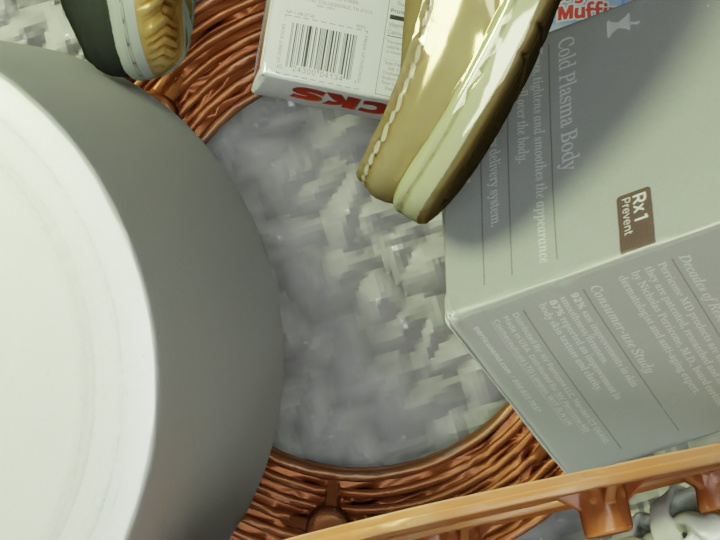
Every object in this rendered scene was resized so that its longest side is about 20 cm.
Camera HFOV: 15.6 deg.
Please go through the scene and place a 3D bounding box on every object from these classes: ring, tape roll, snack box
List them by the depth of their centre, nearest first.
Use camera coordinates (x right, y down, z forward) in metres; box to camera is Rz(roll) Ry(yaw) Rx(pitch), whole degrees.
[{"bbox_3d":[0.046,0.071,0.737,0.200,0.200,0.019,-12,83,0],"label":"ring"},{"bbox_3d":[-0.135,0.029,0.770,0.202,0.139,0.204,0,92,13],"label":"tape roll"},{"bbox_3d":[0.069,-0.071,0.820,0.199,0.024,0.072,11,73,-10],"label":"snack box"},{"bbox_3d":[0.000,0.000,0.843,0.200,0.019,0.201,0,94,-1],"label":"ring"}]

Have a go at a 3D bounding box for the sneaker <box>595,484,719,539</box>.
[{"bbox_3d":[0.090,0.109,0.826,0.199,0.077,0.081,-2,104,-10],"label":"sneaker"}]

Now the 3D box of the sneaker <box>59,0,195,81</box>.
[{"bbox_3d":[-0.115,-0.143,0.817,0.087,0.076,0.201,-21,80,2],"label":"sneaker"}]

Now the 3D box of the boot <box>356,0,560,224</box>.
[{"bbox_3d":[-0.007,-0.127,0.721,0.154,0.072,0.201,19,89,0],"label":"boot"}]

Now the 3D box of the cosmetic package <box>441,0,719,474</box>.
[{"bbox_3d":[0.128,-0.030,0.735,0.199,0.107,0.090,-23,130,21],"label":"cosmetic package"}]
